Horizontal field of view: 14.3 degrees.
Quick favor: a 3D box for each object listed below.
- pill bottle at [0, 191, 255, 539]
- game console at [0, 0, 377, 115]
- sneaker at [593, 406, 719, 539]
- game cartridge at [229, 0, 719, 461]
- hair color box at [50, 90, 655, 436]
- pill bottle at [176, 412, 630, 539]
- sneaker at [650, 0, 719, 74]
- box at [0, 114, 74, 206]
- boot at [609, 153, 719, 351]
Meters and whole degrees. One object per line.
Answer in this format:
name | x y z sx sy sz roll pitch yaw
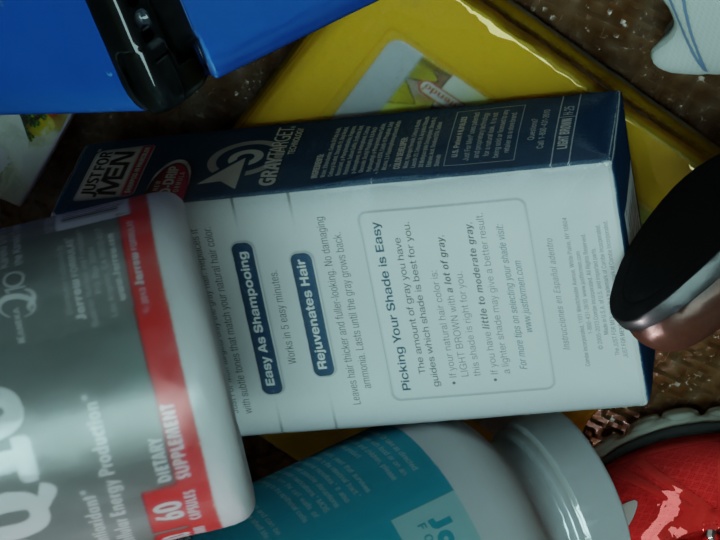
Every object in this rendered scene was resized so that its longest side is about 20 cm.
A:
pill bottle | -0.143 0.050 0.944 0.199 0.114 0.114 -14 117 -2
game console | -0.087 -0.165 0.956 0.170 0.118 0.201 2 123 44
sneaker | 0.152 0.093 1.069 0.199 0.085 0.077 -20 112 17
game cartridge | 0.025 -0.004 1.065 0.176 0.032 0.200 34 117 -10
hair color box | 0.000 0.000 1.021 0.199 0.061 0.100 -5 118 11
pill bottle | -0.004 0.120 1.026 0.200 0.111 0.111 -25 117 -18
sneaker | 0.102 -0.146 0.957 0.087 0.075 0.200 -14 113 27
box | -0.092 -0.113 1.017 0.039 0.041 0.200 28 117 -7
boot | 0.197 0.031 0.997 0.068 0.188 0.200 0 124 58
